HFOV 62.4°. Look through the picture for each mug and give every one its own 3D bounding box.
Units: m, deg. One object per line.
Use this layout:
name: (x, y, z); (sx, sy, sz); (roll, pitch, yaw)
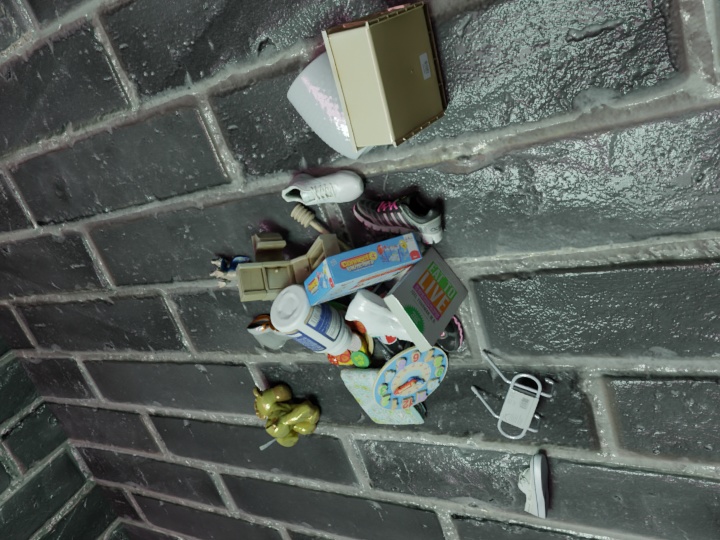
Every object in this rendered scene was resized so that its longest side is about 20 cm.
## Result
mug: (-0.036, -0.304, 1.153); (0.176, 0.147, 0.200); (50, 165, -3)

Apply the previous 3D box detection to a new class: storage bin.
storage bin: (0.054, -0.338, 1.025); (0.093, 0.198, 0.203); (5, 122, 39)

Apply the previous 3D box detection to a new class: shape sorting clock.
shape sorting clock: (0.118, 0.253, 1.385); (0.039, 0.197, 0.202); (56, 145, 42)

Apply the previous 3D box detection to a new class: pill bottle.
pill bottle: (-0.106, 0.123, 1.376); (0.110, 0.112, 0.200); (-6, 150, 35)

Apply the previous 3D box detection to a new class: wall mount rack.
wall mount rack: (0.332, 0.275, 1.329); (0.172, 0.075, 0.202); (19, 128, 17)

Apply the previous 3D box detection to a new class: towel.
towel: (0.060, 0.323, 1.520); (0.169, 0.048, 0.201); (-8, 128, 35)

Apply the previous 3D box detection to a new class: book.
book: (0.135, 0.054, 1.222); (0.048, 0.200, 0.134); (-28, 103, 42)

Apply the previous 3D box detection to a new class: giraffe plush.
giraffe plush: (-0.236, 0.409, 1.738); (0.163, 0.198, 0.174); (51, 143, 34)

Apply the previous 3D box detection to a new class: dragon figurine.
dragon figurine: (-0.321, 0.001, 1.577); (0.197, 0.100, 0.060); (-2, 118, 12)

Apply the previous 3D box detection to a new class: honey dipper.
honey dipper: (-0.074, -0.082, 1.381); (0.199, 0.038, 0.038); (37, 132, 5)

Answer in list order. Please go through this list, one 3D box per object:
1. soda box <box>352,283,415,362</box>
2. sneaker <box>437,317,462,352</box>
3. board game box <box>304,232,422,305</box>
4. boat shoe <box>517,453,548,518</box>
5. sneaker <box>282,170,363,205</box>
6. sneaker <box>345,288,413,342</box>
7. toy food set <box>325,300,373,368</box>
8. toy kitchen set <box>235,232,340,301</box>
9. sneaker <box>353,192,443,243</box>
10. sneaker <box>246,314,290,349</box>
soda box: (0.064, 0.132, 1.405); (0.063, 0.071, 0.202); (-19, 108, 36)
sneaker: (0.156, 0.109, 1.317); (0.078, 0.095, 0.202); (-19, 109, 37)
board game box: (0.000, 0.000, 1.234); (0.057, 0.197, 0.196); (69, 157, 8)
boat shoe: (0.413, 0.516, 1.433); (0.069, 0.071, 0.202); (4, 127, 27)
sneaker: (-0.084, -0.172, 1.301); (0.198, 0.080, 0.071); (0, 117, 31)
sneaker: (0.058, 0.122, 1.330); (0.198, 0.075, 0.089); (30, 110, -13)
toy food set: (-0.053, 0.164, 1.518); (0.196, 0.049, 0.202); (-7, 114, 36)
toy kitchen set: (-0.174, -0.043, 1.364); (0.180, 0.197, 0.166); (-46, 54, 58)
sneaker: (0.081, -0.125, 1.230); (0.197, 0.074, 0.088); (18, 128, 16)
sneaker: (-0.217, 0.172, 1.621); (0.198, 0.076, 0.093); (-2, 126, 42)
